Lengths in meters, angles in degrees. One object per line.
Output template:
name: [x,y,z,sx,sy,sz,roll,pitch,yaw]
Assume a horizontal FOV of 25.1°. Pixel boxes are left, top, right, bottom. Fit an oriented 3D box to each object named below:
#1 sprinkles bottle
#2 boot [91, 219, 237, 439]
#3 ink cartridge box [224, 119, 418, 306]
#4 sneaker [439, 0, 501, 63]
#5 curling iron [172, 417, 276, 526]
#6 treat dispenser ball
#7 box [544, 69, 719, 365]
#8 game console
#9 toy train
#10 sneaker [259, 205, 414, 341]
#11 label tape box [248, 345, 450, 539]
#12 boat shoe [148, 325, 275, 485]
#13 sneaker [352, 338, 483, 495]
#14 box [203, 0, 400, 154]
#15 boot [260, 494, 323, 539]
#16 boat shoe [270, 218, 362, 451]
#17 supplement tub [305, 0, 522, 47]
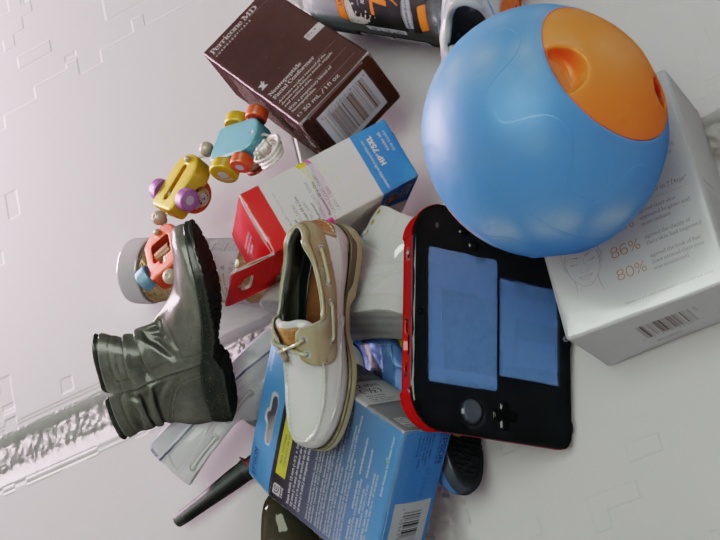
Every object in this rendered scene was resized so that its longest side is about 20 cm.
sprinkles bottle: [-0.150,0.000,1.631,0.198,0.068,0.069,-1,74,28]
boot: [-0.193,0.059,1.509,0.129,0.068,0.203,-7,102,5]
ink cartridge box: [-0.052,-0.051,1.513,0.198,0.116,0.068,-28,78,-16]
sneaker: [0.100,-0.192,1.481,0.074,0.201,0.087,0,45,14]
curling iron: [-0.111,0.182,1.572,0.200,0.049,0.026,-42,27,16]
treat dispenser ball: [0.148,-0.112,1.299,0.199,0.200,0.204,-9,71,26]
box: [0.240,-0.044,1.409,0.151,0.106,0.202,-21,66,22]
game console: [0.114,0.050,1.421,0.031,0.175,0.203,-27,58,59]
toy train: [-0.141,-0.067,1.584,0.200,0.055,0.151,-43,38,12]
sneaker: [0.000,0.000,1.499,0.198,0.074,0.117,1,61,42]
label tape box: [-0.015,0.166,1.475,0.199,0.066,0.145,32,116,46]
boat shoe: [-0.117,0.125,1.584,0.200,0.074,0.065,-45,89,4]
sneaker: [0.050,0.127,1.491,0.078,0.066,0.202,-38,60,26]
box: [-0.060,-0.196,1.605,0.100,0.075,0.200,-47,42,-5]
boot: [-0.075,0.293,1.483,0.074,0.097,0.202,-20,67,22]
boat shoe: [-0.047,0.056,1.417,0.074,0.068,0.203,-4,81,40]
supplement tub: [0.052,-0.284,1.576,0.198,0.122,0.124,13,81,31]
